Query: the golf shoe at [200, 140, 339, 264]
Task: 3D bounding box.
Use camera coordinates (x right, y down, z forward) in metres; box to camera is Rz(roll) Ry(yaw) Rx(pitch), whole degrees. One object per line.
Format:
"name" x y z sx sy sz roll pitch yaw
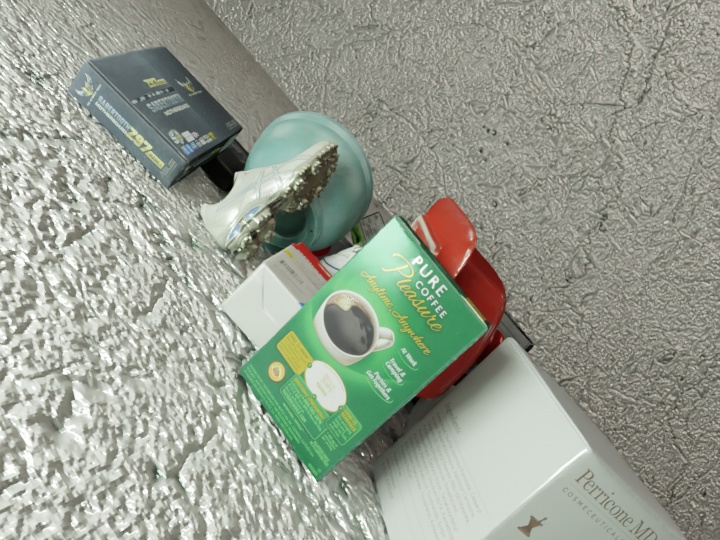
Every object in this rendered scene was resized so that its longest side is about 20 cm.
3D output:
"golf shoe" -0.112 -0.109 0.747 0.097 0.200 0.079 38 -24 19

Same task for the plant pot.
"plant pot" -0.093 -0.108 0.872 0.200 0.199 0.135 45 38 -10

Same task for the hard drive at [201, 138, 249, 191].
"hard drive" -0.227 -0.192 0.983 0.140 0.033 0.200 48 10 -1

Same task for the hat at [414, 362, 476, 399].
"hat" 0.061 0.114 0.778 0.194 0.083 0.201 9 20 -3

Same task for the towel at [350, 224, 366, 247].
"towel" 0.026 0.020 1.047 0.150 0.030 0.205 -105 176 -69

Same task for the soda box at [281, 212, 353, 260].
"soda box" -0.093 -0.075 1.031 0.200 0.063 0.068 46 10 -14

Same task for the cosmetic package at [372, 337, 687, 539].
"cosmetic package" 0.142 0.215 0.561 0.167 0.200 0.167 41 12 -23

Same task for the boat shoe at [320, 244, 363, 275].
"boat shoe" 0.000 0.000 0.849 0.073 0.068 0.199 28 1 -28

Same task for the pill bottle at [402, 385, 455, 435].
"pill bottle" 0.149 0.237 0.745 0.199 0.114 0.115 41 12 -33

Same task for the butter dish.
"butter dish" 0.088 0.050 0.636 0.146 0.202 0.200 32 15 -12

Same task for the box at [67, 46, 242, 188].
"box" -0.251 -0.206 0.776 0.158 0.051 0.201 45 23 -10

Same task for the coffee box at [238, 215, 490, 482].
"coffee box" 0.002 0.067 0.517 0.124 0.200 0.044 48 12 14

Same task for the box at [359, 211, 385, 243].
"box" 0.063 0.033 1.038 0.194 0.046 0.204 67 4 -57

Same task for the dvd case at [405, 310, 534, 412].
"dvd case" 0.127 0.119 0.844 0.024 0.201 0.151 21 26 -48

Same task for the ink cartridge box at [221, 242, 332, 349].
"ink cartridge box" -0.070 0.039 0.690 0.117 0.067 0.200 48 10 -3
